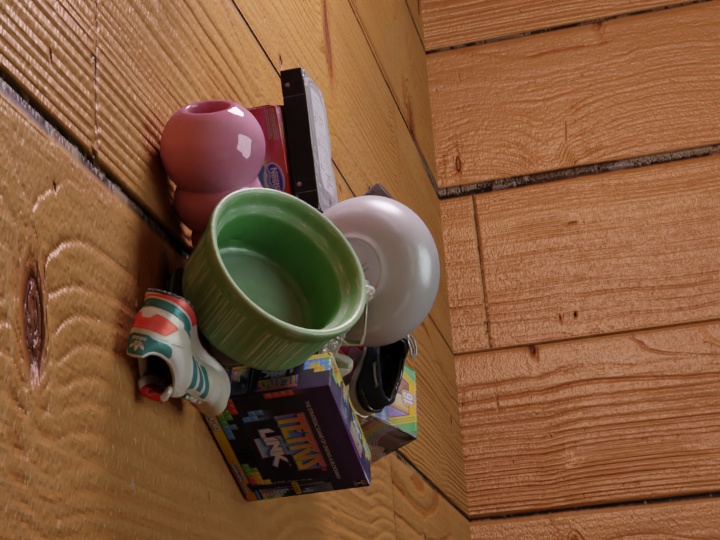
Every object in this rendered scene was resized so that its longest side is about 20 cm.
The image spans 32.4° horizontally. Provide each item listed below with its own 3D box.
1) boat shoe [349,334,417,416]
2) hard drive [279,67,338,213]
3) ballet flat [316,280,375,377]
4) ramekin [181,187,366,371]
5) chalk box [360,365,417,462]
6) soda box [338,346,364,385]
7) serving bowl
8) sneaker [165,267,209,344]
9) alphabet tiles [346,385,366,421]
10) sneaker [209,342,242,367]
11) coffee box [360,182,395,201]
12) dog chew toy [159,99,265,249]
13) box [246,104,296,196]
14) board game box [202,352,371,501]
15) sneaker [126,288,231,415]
[{"bbox_3d":[0.037,0.104,1.678,0.075,0.062,0.200,46,43,-27],"label":"boat shoe"},{"bbox_3d":[-0.069,-0.167,1.724,0.140,0.038,0.201,40,43,-77],"label":"hard drive"},{"bbox_3d":[-0.031,0.095,1.573,0.072,0.071,0.201,-67,177,-69],"label":"ballet flat"},{"bbox_3d":[-0.102,0.015,1.387,0.199,0.098,0.201,24,42,-23],"label":"ramekin"},{"bbox_3d":[-0.027,0.186,1.842,0.200,0.124,0.124,31,43,-32],"label":"chalk box"},{"bbox_3d":[-0.002,0.099,1.752,0.063,0.070,0.200,49,40,0],"label":"soda box"},{"bbox_3d":[0.000,0.000,1.616,0.066,0.199,0.201,5,77,-67],"label":"serving bowl"},{"bbox_3d":[-0.141,0.050,1.449,0.200,0.073,0.082,21,45,-42],"label":"sneaker"},{"bbox_3d":[-0.065,0.130,1.737,0.200,0.015,0.196,31,43,-20],"label":"alphabet tiles"},{"bbox_3d":[-0.159,0.033,1.563,0.099,0.070,0.201,71,13,-71],"label":"sneaker"},{"bbox_3d":[-0.011,-0.013,1.716,0.114,0.200,0.080,50,4,4],"label":"coffee box"},{"bbox_3d":[-0.169,-0.097,1.476,0.125,0.124,0.201,-72,159,-65],"label":"dog chew toy"},{"bbox_3d":[-0.132,-0.124,1.710,0.100,0.095,0.201,-36,117,-77],"label":"box"},{"bbox_3d":[-0.089,0.197,1.524,0.057,0.165,0.200,-86,162,-46],"label":"board game box"},{"bbox_3d":[-0.202,0.112,1.327,0.200,0.070,0.094,74,34,-48],"label":"sneaker"}]
